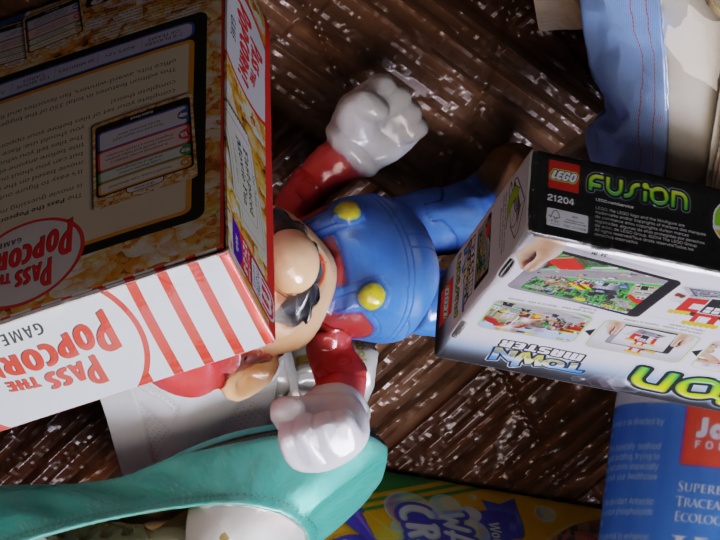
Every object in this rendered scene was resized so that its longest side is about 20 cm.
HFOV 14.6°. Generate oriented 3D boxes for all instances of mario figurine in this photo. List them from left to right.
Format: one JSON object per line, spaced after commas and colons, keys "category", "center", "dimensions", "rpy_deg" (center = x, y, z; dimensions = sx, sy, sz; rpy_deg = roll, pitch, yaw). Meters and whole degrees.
{"category": "mario figurine", "center": [0.000, 0.000, 1.059], "dimensions": [0.200, 0.123, 0.106], "rpy_deg": [-10, 131, -33]}

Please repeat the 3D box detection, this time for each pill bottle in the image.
{"category": "pill bottle", "center": [0.152, 0.092, 1.122], "dimensions": [0.112, 0.200, 0.112], "rpy_deg": [7, 170, 1]}

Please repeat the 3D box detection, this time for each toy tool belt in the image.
{"category": "toy tool belt", "center": [0.108, -0.109, 1.012], "dimensions": [0.123, 0.125, 0.200], "rpy_deg": [-7, 113, 8]}

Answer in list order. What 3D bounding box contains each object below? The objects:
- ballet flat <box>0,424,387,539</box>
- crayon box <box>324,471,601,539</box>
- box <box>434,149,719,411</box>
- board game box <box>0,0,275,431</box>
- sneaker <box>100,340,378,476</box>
{"category": "ballet flat", "center": [-0.083, 0.114, 1.137], "dimensions": [0.200, 0.070, 0.067], "rpy_deg": [-11, 140, 9]}
{"category": "crayon box", "center": [0.065, 0.154, 1.212], "dimensions": [0.200, 0.126, 0.052], "rpy_deg": [11, 126, -12]}
{"category": "box", "center": [0.137, 0.014, 1.017], "dimensions": [0.200, 0.035, 0.110], "rpy_deg": [11, 153, -13]}
{"category": "board game box", "center": [-0.109, -0.029, 1.018], "dimensions": [0.151, 0.200, 0.046], "rpy_deg": [-18, 126, 11]}
{"category": "sneaker", "center": [-0.053, 0.025, 1.147], "dimensions": [0.116, 0.074, 0.200], "rpy_deg": [-10, 137, 3]}
